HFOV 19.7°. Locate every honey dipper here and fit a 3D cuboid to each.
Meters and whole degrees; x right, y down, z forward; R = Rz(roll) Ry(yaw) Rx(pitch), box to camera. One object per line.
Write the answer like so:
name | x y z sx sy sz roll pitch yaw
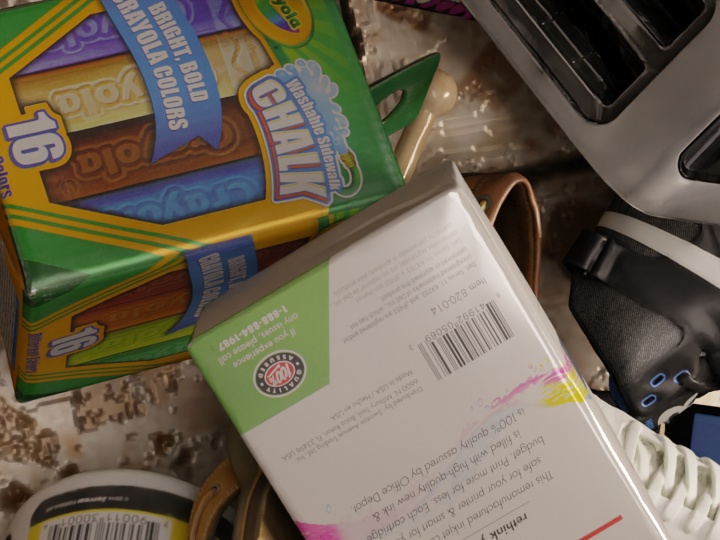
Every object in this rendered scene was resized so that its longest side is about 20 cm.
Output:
honey dipper | 0.000 0.000 0.934 0.038 0.038 0.201 27 80 -14

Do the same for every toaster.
toaster | 0.137 -0.143 0.798 0.181 0.118 0.200 -45 69 26

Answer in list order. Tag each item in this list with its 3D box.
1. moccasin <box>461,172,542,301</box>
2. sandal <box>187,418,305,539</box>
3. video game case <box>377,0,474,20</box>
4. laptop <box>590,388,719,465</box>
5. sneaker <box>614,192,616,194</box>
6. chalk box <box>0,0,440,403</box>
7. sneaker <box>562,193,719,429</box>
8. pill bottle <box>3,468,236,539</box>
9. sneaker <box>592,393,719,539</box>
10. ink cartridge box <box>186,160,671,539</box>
moccasin | 0.056 0.058 0.903 0.073 0.077 0.203 13 77 -46
sandal | -0.040 0.103 0.819 0.054 0.200 0.080 -30 120 11
video game case | -0.023 -0.204 0.845 0.181 0.036 0.201 3 62 -57
laptop | 0.120 0.144 0.933 0.199 0.103 0.178 9 86 -16
sneaker | 0.164 -0.070 0.974 0.104 0.060 0.201 -31 102 -15
chalk box | -0.059 -0.043 0.853 0.199 0.125 0.125 -14 69 -15
sneaker | 0.175 0.045 0.907 0.200 0.073 0.112 41 89 11
pill bottle | -0.100 0.187 0.811 0.114 0.114 0.201 21 42 -15
sneaker | 0.128 0.099 0.850 0.200 0.080 0.077 37 55 -22
ink cartridge box | 0.036 0.076 0.776 0.117 0.067 0.201 -30 99 5
